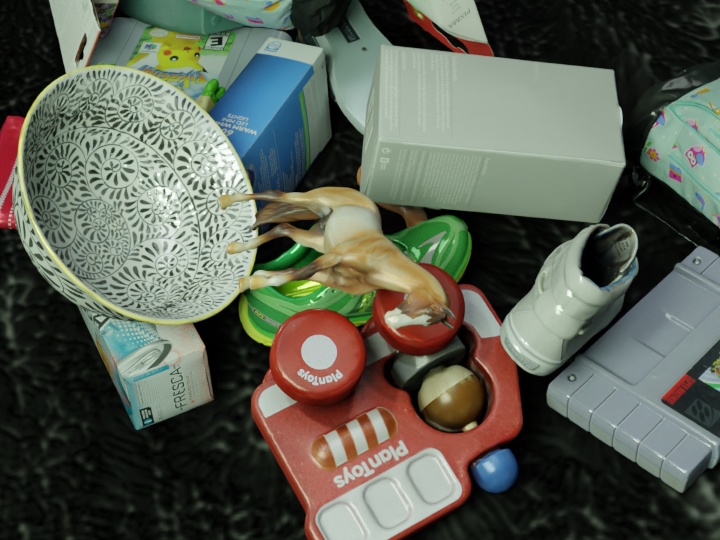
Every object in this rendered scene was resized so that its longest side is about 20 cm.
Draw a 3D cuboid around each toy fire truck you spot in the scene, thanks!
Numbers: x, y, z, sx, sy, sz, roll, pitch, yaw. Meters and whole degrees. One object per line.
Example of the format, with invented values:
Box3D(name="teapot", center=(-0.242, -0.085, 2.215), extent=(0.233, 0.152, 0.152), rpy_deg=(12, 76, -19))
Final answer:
Box3D(name="toy fire truck", center=(0.027, 0.102, 0.946), extent=(0.200, 0.112, 0.168), rpy_deg=(-24, 72, -19))

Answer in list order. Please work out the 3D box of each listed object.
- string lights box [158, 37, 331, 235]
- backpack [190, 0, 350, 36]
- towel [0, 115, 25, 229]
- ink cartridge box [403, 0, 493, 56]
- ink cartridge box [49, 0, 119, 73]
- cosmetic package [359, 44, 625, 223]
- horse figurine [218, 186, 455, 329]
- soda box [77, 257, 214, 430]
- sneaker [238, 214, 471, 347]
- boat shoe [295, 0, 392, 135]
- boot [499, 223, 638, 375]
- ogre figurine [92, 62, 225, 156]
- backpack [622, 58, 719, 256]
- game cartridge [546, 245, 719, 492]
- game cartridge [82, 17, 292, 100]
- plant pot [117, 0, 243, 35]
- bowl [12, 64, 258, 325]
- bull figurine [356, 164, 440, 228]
Box3D(name="string lights box", center=(-0.092, -0.099, 1.141), extent=(0.059, 0.103, 0.200), rpy_deg=(15, 47, 19))
Box3D(name="backpack", center=(-0.103, -0.279, 1.130), extent=(0.200, 0.167, 0.127), rpy_deg=(22, 82, 1))
Box3D(name="towel", center=(-0.240, -0.088, 1.198), extent=(0.199, 0.023, 0.145), rpy_deg=(2, 46, 5))
Box3D(name="ink cartridge box", center=(0.049, -0.258, 1.236), extent=(0.050, 0.200, 0.161), rpy_deg=(-37, 52, -9))
Box3D(name="ink cartridge box", center=(-0.256, -0.277, 1.250), extent=(0.050, 0.109, 0.200), rpy_deg=(-5, 66, -28))
Box3D(name="cosmetic package", center=(0.106, -0.109, 1.075), extent=(0.199, 0.090, 0.107), rpy_deg=(8, 55, -6))
Box3D(name="horse figurine", center=(-0.024, -0.018, 0.920), extent=(0.132, 0.050, 0.200), rpy_deg=(-5, 25, -13))
Box3D(name="soda box", center=(-0.184, 0.027, 1.049), extent=(0.068, 0.064, 0.200), rpy_deg=(-21, 47, -17))
Box3D(name="sneaker", center=(0.000, 0.000, 1.048), extent=(0.200, 0.084, 0.074), rpy_deg=(-21, 50, -15))
Box3D(name="boat shoe", center=(-0.007, -0.182, 1.240), extent=(0.071, 0.091, 0.201), rpy_deg=(-17, 61, -13))
Box3D(name="boot", center=(0.177, 0.002, 0.990), extent=(0.074, 0.096, 0.200), rpy_deg=(42, 34, 3))
Box3D(name="ogre figurine", center=(-0.196, -0.122, 1.135), extent=(0.120, 0.098, 0.200), rpy_deg=(7, 32, 26))
Box3D(name="backpack", center=(0.328, -0.086, 1.085), extent=(0.167, 0.127, 0.200), rpy_deg=(-22, 51, -22))
Box3D(name="game cartridge", center=(0.252, 0.068, 1.003), extent=(0.130, 0.038, 0.200), rpy_deg=(30, 54, 34))
Box3D(name="game cartridge", center=(-0.175, -0.189, 1.286), extent=(0.199, 0.041, 0.134), rpy_deg=(6, 49, 9))
Box3D(name="plant pot", center=(-0.169, -0.319, 1.316), extent=(0.141, 0.142, 0.200), rpy_deg=(-21, 43, -32))
Box3D(name="bowl", center=(-0.183, -0.041, 0.982), extent=(0.094, 0.201, 0.201), rpy_deg=(-27, 27, 42))
Box3D(name="bull figurine", center=(0.093, -0.103, 1.159), extent=(0.200, 0.065, 0.121), rpy_deg=(-36, 59, -22))
